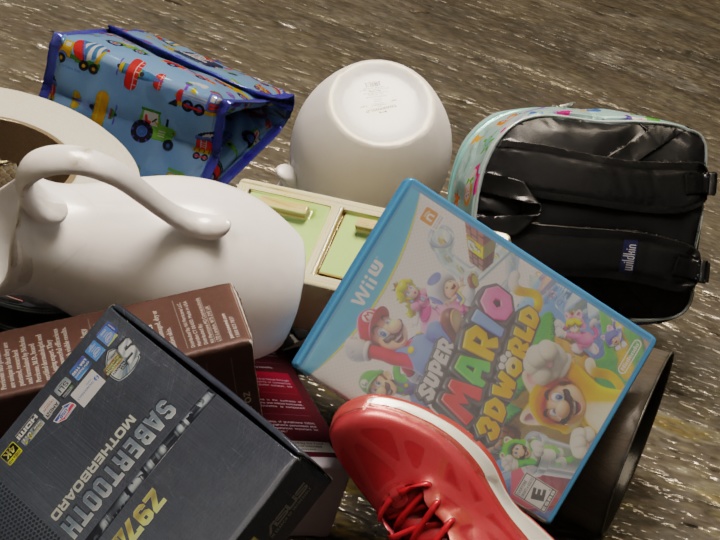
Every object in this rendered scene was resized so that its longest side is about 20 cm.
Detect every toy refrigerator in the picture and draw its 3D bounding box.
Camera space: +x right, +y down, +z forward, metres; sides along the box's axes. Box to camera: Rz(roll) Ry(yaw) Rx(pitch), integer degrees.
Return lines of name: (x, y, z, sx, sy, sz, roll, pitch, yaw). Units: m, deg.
toy refrigerator: (0.000, 0.000, 1.244, 0.200, 0.070, 0.076, 13, 59, 18)

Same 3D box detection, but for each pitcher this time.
pitcher: (-0.132, -0.015, 1.127, 0.200, 0.172, 0.121, 13, 64, -19)
pitcher: (-0.020, -0.066, 1.404, 0.171, 0.200, 0.121, -15, 63, -17)

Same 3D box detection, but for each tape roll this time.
tape roll: (-0.255, -0.066, 1.265, 0.203, 0.037, 0.203, 14, 31, -8)

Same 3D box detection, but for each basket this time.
basket: (0.106, 0.089, 1.291, 0.200, 0.136, 0.180, 20, 14, 12)

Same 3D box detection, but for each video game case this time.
video game case: (0.076, 0.053, 1.165, 0.200, 0.143, 0.018, 33, -6, -11)

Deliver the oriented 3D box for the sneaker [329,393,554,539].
sneaker: (0.051, 0.168, 1.103, 0.200, 0.078, 0.116, 40, 30, -3)

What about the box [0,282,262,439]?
box: (-0.160, 0.084, 1.077, 0.200, 0.100, 0.075, -12, 33, -8)

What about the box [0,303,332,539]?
box: (-0.135, 0.139, 0.960, 0.158, 0.200, 0.051, 36, -6, 31)

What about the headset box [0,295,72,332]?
headset box: (-0.254, 0.058, 1.169, 0.200, 0.075, 0.149, 7, 28, -23)

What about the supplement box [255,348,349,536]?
supplement box: (-0.095, 0.096, 1.218, 0.109, 0.061, 0.200, 5, 30, -27)

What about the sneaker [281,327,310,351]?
sneaker: (-0.051, 0.031, 1.380, 0.200, 0.074, 0.081, -4, -9, -17)

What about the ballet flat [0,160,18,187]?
ballet flat: (-0.227, -0.061, 1.462, 0.200, 0.046, 0.067, 23, 25, 9)

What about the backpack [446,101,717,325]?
backpack: (0.169, -0.049, 1.477, 0.200, 0.178, 0.151, 3, 7, -21)

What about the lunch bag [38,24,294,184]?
lunch bag: (-0.147, -0.136, 1.436, 0.150, 0.094, 0.200, 22, 20, 9)
